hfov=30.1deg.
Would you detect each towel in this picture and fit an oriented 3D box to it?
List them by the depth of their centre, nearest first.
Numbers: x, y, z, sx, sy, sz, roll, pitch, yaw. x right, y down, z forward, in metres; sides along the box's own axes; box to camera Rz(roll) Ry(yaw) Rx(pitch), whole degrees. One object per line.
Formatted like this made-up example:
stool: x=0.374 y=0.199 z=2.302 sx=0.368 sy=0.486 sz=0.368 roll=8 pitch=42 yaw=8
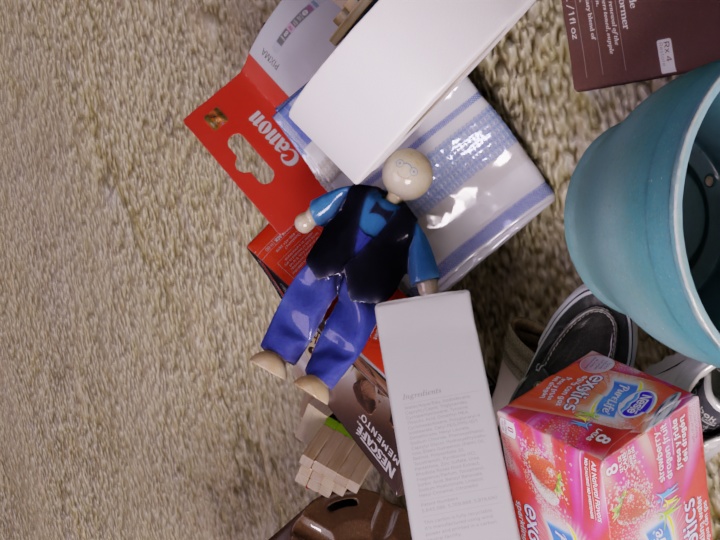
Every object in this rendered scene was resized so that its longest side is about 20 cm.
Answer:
towel: x=0.041 y=-0.088 z=1.049 sx=0.146 sy=0.024 sz=0.201 roll=-37 pitch=93 yaw=9

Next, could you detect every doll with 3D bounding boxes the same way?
doll: x=0.000 y=0.000 z=1.015 sx=0.135 sy=0.048 sz=0.202 roll=27 pitch=84 yaw=17

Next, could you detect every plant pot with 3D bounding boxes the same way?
plant pot: x=0.224 y=-0.035 z=0.818 sx=0.188 sy=0.197 sz=0.203 roll=-175 pitch=73 yaw=-70
plant pot: x=-0.034 y=0.312 z=1.240 sx=0.202 sy=0.198 sz=0.199 roll=58 pitch=141 yaw=20

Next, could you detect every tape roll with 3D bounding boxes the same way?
tape roll: x=0.042 y=-0.154 z=0.932 sx=0.071 sy=0.203 sz=0.202 roll=43 pitch=138 yaw=-2

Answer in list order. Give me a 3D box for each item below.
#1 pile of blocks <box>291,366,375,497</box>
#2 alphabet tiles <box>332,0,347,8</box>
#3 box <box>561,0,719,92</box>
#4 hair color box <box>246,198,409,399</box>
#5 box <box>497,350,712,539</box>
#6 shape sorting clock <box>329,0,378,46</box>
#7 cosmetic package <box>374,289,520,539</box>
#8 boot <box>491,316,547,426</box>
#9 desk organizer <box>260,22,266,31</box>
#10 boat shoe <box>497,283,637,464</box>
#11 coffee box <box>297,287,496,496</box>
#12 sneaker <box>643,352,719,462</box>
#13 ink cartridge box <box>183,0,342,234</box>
pile of blocks: x=-0.024 y=0.139 z=1.249 sx=0.201 sy=0.081 sz=0.063 roll=-92 pitch=20 yaw=-48
alphabet tiles: x=0.012 y=-0.317 z=1.084 sx=0.196 sy=0.015 sz=0.201 roll=44 pitch=117 yaw=30
box: x=0.224 y=-0.179 z=0.861 sx=0.199 sy=0.074 sz=0.102 roll=-4 pitch=98 yaw=50
hair color box: x=0.003 y=0.039 z=1.088 sx=0.200 sy=0.061 sz=0.102 roll=40 pitch=170 yaw=30
box: x=0.170 y=0.171 z=0.904 sx=0.099 sy=0.095 sz=0.202 roll=23 pitch=132 yaw=49
shape sorting clock: x=0.044 y=-0.237 z=0.939 sx=0.039 sy=0.200 sz=0.200 roll=43 pitch=139 yaw=-3
cosmetic package: x=0.062 y=0.126 z=0.913 sx=0.102 sy=0.073 sz=0.203 roll=76 pitch=-175 yaw=-63
boot: x=0.170 y=0.144 z=1.041 sx=0.199 sy=0.072 sz=0.156 roll=37 pitch=124 yaw=34
desk organizer: x=-0.019 y=-0.135 z=1.183 sx=0.200 sy=0.071 sz=0.078 roll=48 pitch=133 yaw=30
boat shoe: x=0.143 y=0.104 z=0.967 sx=0.071 sy=0.071 sz=0.202 roll=25 pitch=105 yaw=14
coffee box: x=0.022 y=0.083 z=1.195 sx=0.200 sy=0.079 sz=0.114 roll=50 pitch=136 yaw=29
sneaker: x=0.224 y=0.101 z=0.922 sx=0.076 sy=0.080 sz=0.201 roll=39 pitch=129 yaw=6
ink cartridge box: x=-0.037 y=-0.152 z=1.111 sx=0.163 sy=0.199 sz=0.057 roll=47 pitch=169 yaw=30
